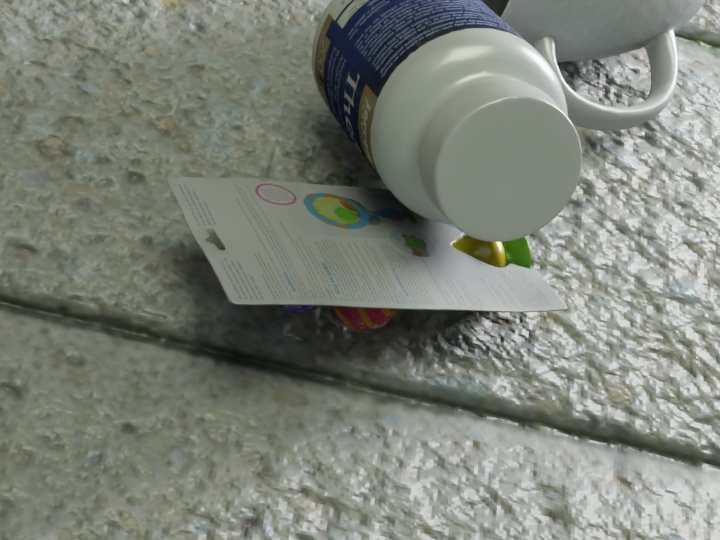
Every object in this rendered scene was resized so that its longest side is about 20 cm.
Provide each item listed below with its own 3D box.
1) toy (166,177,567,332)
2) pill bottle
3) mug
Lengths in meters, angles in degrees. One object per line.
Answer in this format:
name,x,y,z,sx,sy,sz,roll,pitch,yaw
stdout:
toy,0.000,0.000,1.045,0.200,0.047,0.115,-1,35,-26
pill bottle,0.049,-0.093,1.073,0.111,0.111,0.200,-1,25,-18
mug,0.140,-0.183,1.229,0.175,0.148,0.200,0,69,-31
